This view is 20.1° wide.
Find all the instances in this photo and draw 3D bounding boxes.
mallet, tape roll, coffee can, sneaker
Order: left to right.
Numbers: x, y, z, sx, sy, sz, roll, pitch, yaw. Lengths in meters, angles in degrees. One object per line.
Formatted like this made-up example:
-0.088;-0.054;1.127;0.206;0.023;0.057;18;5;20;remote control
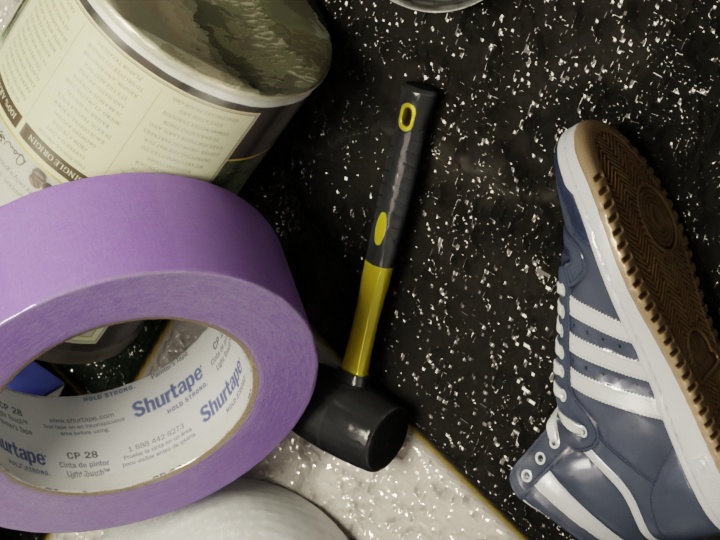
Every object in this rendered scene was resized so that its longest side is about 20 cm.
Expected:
-0.123;0.044;0.996;0.200;0.199;0.066;-52;45;33;tape roll
-0.126;-0.071;1.027;0.146;0.146;0.200;49;125;14;coffee can
0.000;0.000;1.033;0.066;0.041;0.201;17;107;33;mallet
0.108;0.038;0.943;0.108;0.070;0.201;-22;93;35;sneaker

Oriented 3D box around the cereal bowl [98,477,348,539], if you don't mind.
-0.087;0.211;1.091;0.199;0.083;0.202;-3;85;33;cereal bowl

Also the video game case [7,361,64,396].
-0.292;0.088;1.187;0.199;0.045;0.182;33;113;13;video game case

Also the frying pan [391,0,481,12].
0.060;-0.200;0.932;0.190;0.031;0.115;-41;79;32;frying pan
